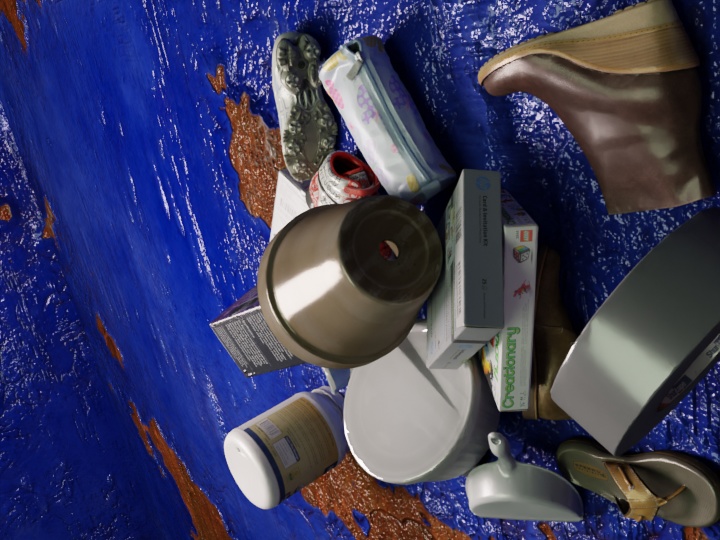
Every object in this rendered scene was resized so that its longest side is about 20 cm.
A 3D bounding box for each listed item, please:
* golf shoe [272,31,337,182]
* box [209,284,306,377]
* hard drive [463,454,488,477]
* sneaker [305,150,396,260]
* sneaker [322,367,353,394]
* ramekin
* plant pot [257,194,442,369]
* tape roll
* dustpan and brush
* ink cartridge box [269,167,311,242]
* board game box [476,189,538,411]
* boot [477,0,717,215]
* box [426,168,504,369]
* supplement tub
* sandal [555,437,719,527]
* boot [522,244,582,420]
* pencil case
[{"bbox_3d":[-0.082,-0.225,0.958,0.097,0.078,0.200,-129,34,-56],"label":"golf shoe"},{"bbox_3d":[-0.096,0.061,1.022,0.200,0.148,0.104,-21,106,44],"label":"box"},{"bbox_3d":[0.093,0.210,1.001,0.200,0.042,0.135,6,116,52],"label":"hard drive"},{"bbox_3d":[0.003,-0.063,0.928,0.202,0.067,0.108,56,145,15],"label":"sneaker"},{"bbox_3d":[-0.004,0.121,1.050,0.199,0.115,0.081,-133,26,-79],"label":"sneaker"},{"bbox_3d":[0.082,0.168,0.873,0.202,0.094,0.203,-22,56,37],"label":"ramekin"},{"bbox_3d":[0.000,0.000,0.781,0.200,0.200,0.174,62,155,4],"label":"plant pot"},{"bbox_3d":[0.242,0.050,0.551,0.066,0.200,0.201,43,141,30],"label":"tape roll"},{"bbox_3d":[0.176,0.241,0.814,0.139,0.057,0.200,-5,149,22],"label":"dustpan and brush"},{"bbox_3d":[-0.089,-0.049,1.089,0.119,0.042,0.200,44,139,27],"label":"ink cartridge box"},{"bbox_3d":[0.150,0.028,0.737,0.126,0.035,0.200,-96,3,-69],"label":"board game box"},{"bbox_3d":[0.197,-0.127,0.614,0.200,0.072,0.167,-3,106,51],"label":"boot"},{"bbox_3d":[0.104,0.009,0.733,0.200,0.041,0.156,106,167,-70],"label":"box"},{"bbox_3d":[-0.114,0.295,1.199,0.144,0.200,0.145,32,135,40],"label":"supplement tub"},{"bbox_3d":[0.282,0.226,0.741,0.200,0.055,0.082,5,115,53],"label":"sandal"},{"bbox_3d":[0.212,0.068,0.747,0.075,0.074,0.200,2,111,21],"label":"boot"},{"bbox_3d":[0.032,-0.168,0.806,0.200,0.083,0.091,62,161,4],"label":"pencil case"}]
